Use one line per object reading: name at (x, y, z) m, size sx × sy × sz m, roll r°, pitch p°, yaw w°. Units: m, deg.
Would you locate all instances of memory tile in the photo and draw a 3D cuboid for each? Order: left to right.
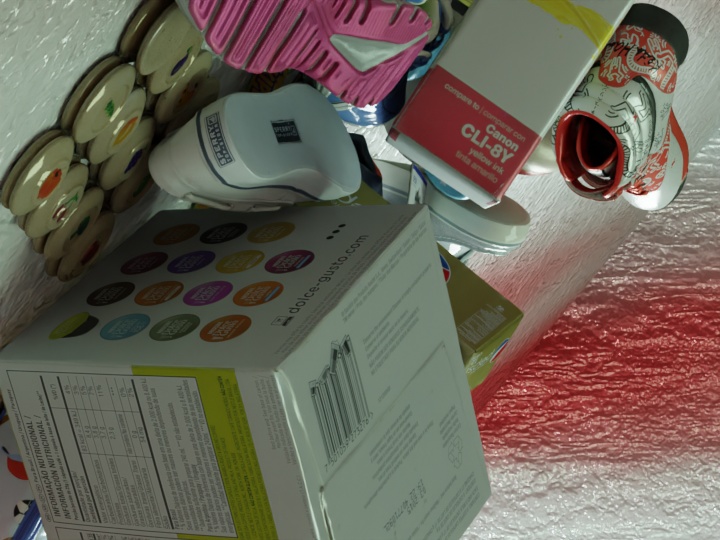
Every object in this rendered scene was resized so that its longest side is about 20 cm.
memory tile at (-0.132, -0.072, 1.366) m, size 0.154 × 0.017 × 0.200 m, roll -52°, pitch 170°, yaw -9°

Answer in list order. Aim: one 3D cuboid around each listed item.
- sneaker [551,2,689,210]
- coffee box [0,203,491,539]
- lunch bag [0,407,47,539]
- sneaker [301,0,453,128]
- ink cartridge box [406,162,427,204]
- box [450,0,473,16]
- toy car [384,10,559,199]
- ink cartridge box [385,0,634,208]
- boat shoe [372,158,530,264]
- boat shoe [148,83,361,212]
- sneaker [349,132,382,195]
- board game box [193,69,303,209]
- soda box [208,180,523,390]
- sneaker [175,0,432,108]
sneaker at (0.170, -0.079, 1.659) m, size 0.108 × 0.067 × 0.202 m, roll -55°, pitch 159°, yaw -27°
coffee box at (-0.065, 0.094, 1.463) m, size 0.200 × 0.197 × 0.201 m, roll -46°, pitch 128°, yaw -50°
lunch bag at (-0.173, 0.108, 1.616) m, size 0.200 × 0.075 × 0.161 m, roll -32°, pitch 156°, yaw -57°
sneaker at (0.012, -0.139, 1.505) m, size 0.076 × 0.077 × 0.200 m, roll -58°, pitch 163°, yaw -19°
ink cartridge box at (0.015, 0.029, 1.711) m, size 0.095 × 0.037 × 0.201 m, roll 42°, pitch 58°, yaw -80°
box at (0.083, -0.252, 1.582) m, size 0.050 × 0.075 × 0.200 m, roll -49°, pitch 168°, yaw -36°
toy car at (0.067, -0.141, 1.782) m, size 0.184 × 0.178 × 0.200 m, roll -31°, pitch -172°, yaw -34°
ink cartridge box at (0.105, -0.144, 1.534) m, size 0.201 × 0.083 × 0.145 m, roll -56°, pitch 180°, yaw 0°
boat shoe at (0.059, -0.030, 1.809) m, size 0.201 × 0.070 × 0.072 m, roll 28°, pitch -71°, yaw 60°
boat shoe at (-0.062, -0.070, 1.466) m, size 0.065 × 0.074 × 0.200 m, roll -21°, pitch 169°, yaw 21°
sneaker at (-0.031, -0.044, 1.730) m, size 0.200 × 0.074 × 0.085 m, roll -61°, pitch 149°, yaw -69°
board game box at (-0.048, -0.113, 1.593) m, size 0.096 × 0.030 × 0.201 m, roll -42°, pitch 163°, yaw -46°
soda box at (0.000, 0.000, 1.554) m, size 0.064 × 0.200 × 0.068 m, roll -33°, pitch 158°, yaw -49°
sneaker at (-0.049, -0.151, 1.312) m, size 0.081 × 0.088 × 0.200 m, roll -52°, pitch 148°, yaw 8°
